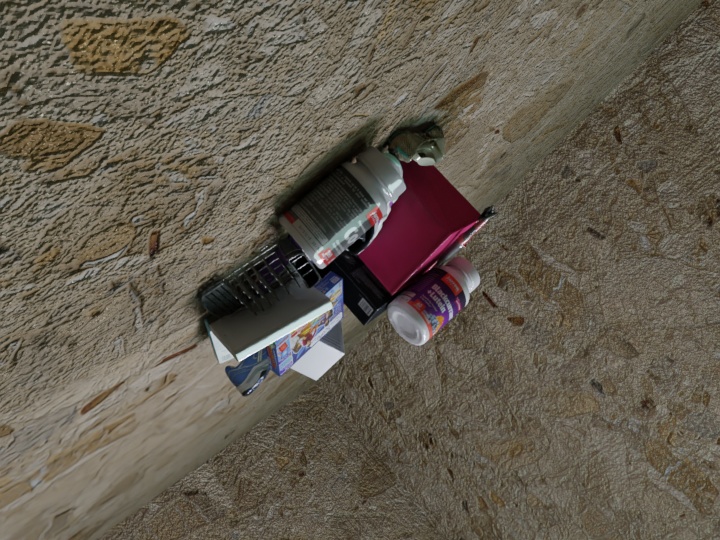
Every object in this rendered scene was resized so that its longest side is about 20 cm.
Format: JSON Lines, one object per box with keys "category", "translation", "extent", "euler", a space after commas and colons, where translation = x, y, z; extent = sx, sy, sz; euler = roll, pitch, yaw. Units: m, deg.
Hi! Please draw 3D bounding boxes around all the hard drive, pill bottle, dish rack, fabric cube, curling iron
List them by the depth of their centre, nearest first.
{"category": "pill bottle", "translation": [-0.028, -0.107, 1.068], "extent": [0.200, 0.114, 0.114], "euler": [-41, 170, -2]}
{"category": "dish rack", "translation": [-0.179, 0.027, 1.132], "extent": [0.200, 0.055, 0.153], "euler": [-33, 157, -3]}
{"category": "hard drive", "translation": [-0.168, 0.086, 1.191], "extent": [0.200, 0.132, 0.026], "euler": [-30, 123, -22]}
{"category": "curling iron", "translation": [0.213, -0.063, 1.285], "extent": [0.050, 0.026, 0.200], "euler": [-27, 163, -44]}
{"category": "fabric cube", "translation": [0.100, -0.104, 1.335], "extent": [0.196, 0.199, 0.200], "euler": [-48, 168, 30]}
{"category": "pill bottle", "translation": [0.162, 0.058, 1.363], "extent": [0.200, 0.111, 0.111], "euler": [-39, 170, -25]}

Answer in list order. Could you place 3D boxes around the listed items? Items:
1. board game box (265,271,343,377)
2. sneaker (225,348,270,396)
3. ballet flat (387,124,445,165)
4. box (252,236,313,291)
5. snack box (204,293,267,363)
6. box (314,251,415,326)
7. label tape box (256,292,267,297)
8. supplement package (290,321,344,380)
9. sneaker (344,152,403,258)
{"category": "board game box", "translation": [-0.112, 0.110, 1.309], "extent": [0.200, 0.034, 0.136], "euler": [-42, 150, -31]}
{"category": "sneaker", "translation": [-0.205, 0.171, 1.362], "extent": [0.200, 0.077, 0.076], "euler": [-48, 173, -20]}
{"category": "ballet flat", "translation": [0.121, -0.232, 1.217], "extent": [0.068, 0.075, 0.200], "euler": [-48, 169, 31]}
{"category": "box", "translation": [-0.112, -0.042, 1.253], "extent": [0.200, 0.039, 0.137], "euler": [-45, 169, 20]}
{"category": "snack box", "translation": [-0.208, 0.107, 1.295], "extent": [0.200, 0.037, 0.116], "euler": [-22, 143, -19]}
{"category": "box", "translation": [0.000, 0.000, 1.393], "extent": [0.141, 0.200, 0.079], "euler": [-33, 166, -39]}
{"category": "label tape box", "translation": [-0.208, 0.102, 1.442], "extent": [0.143, 0.066, 0.200], "euler": [-43, 168, 8]}
{"category": "supplement package", "translation": [-0.119, 0.136, 1.502], "extent": [0.110, 0.114, 0.200], "euler": [-45, -151, 25]}
{"category": "sneaker", "translation": [0.015, -0.106, 1.164], "extent": [0.140, 0.078, 0.200], "euler": [-60, 170, -53]}
